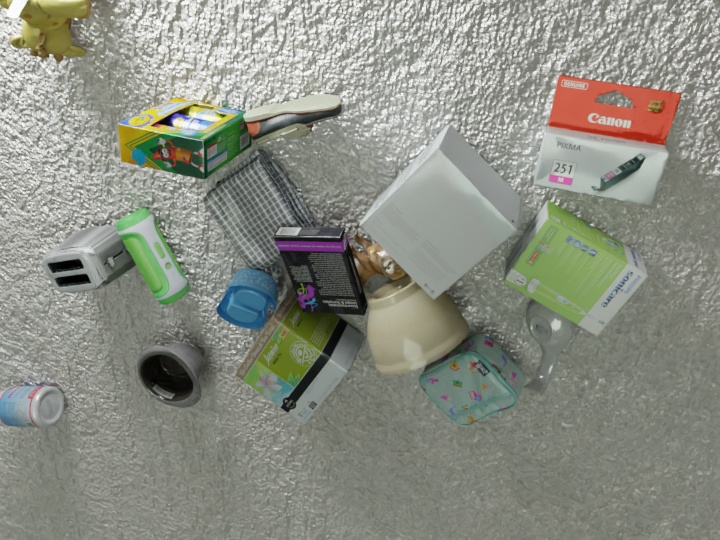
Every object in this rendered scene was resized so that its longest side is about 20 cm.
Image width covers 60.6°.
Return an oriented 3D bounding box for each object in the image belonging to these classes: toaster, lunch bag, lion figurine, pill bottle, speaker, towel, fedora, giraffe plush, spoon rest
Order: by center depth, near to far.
[{"bbox_3d":[-0.568,-0.468,1.125,0.170,0.202,0.163,29,151,-3],"label":"giraffe plush"},{"bbox_3d":[0.358,0.143,1.195,0.098,0.060,0.204,26,125,41],"label":"spoon rest"},{"bbox_3d":[-0.200,-0.114,1.223,0.164,0.086,0.202,-28,106,27],"label":"towel"},{"bbox_3d":[0.000,0.000,1.238,0.122,0.073,0.199,37,137,-16],"label":"lion figurine"},{"bbox_3d":[0.227,0.227,1.249,0.161,0.077,0.199,48,136,-4],"label":"lunch bag"},{"bbox_3d":[-0.454,-0.029,1.351,0.087,0.089,0.203,-14,112,24],"label":"speaker"},{"bbox_3d":[-0.611,-0.024,1.378,0.196,0.130,0.116,-5,115,20],"label":"toaster"},{"bbox_3d":[-0.442,0.237,1.485,0.198,0.091,0.178,-28,104,35],"label":"fedora"},{"bbox_3d":[-0.934,0.377,1.709,0.195,0.109,0.111,-3,117,19],"label":"pill bottle"}]

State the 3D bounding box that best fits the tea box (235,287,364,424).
[{"bbox_3d":[-0.131,0.184,1.331,0.195,0.134,0.201,35,123,-2],"label":"tea box"}]

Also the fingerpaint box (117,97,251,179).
[{"bbox_3d":[-0.311,-0.247,1.120,0.163,0.201,0.075,13,120,11],"label":"fingerpaint box"}]

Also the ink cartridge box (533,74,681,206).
[{"bbox_3d":[0.399,-0.210,1.004,0.196,0.044,0.177,12,121,11],"label":"ink cartridge box"}]

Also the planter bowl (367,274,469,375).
[{"bbox_3d":[0.092,0.089,1.182,0.197,0.200,0.137,-23,99,27],"label":"planter bowl"}]

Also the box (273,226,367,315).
[{"bbox_3d":[-0.074,0.004,1.197,0.140,0.036,0.203,3,131,22],"label":"box"}]

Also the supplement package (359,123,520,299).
[{"bbox_3d":[0.143,-0.103,1.081,0.191,0.148,0.200,43,121,-8],"label":"supplement package"}]

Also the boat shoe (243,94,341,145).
[{"bbox_3d":[-0.120,-0.272,1.122,0.196,0.072,0.064,-5,122,22],"label":"boat shoe"}]

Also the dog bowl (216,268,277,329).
[{"bbox_3d":[-0.238,0.060,1.308,0.110,0.050,0.200,22,147,-14],"label":"dog bowl"}]

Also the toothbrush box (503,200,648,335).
[{"bbox_3d":[0.377,-0.004,1.095,0.197,0.086,0.147,29,122,2],"label":"toothbrush box"}]
